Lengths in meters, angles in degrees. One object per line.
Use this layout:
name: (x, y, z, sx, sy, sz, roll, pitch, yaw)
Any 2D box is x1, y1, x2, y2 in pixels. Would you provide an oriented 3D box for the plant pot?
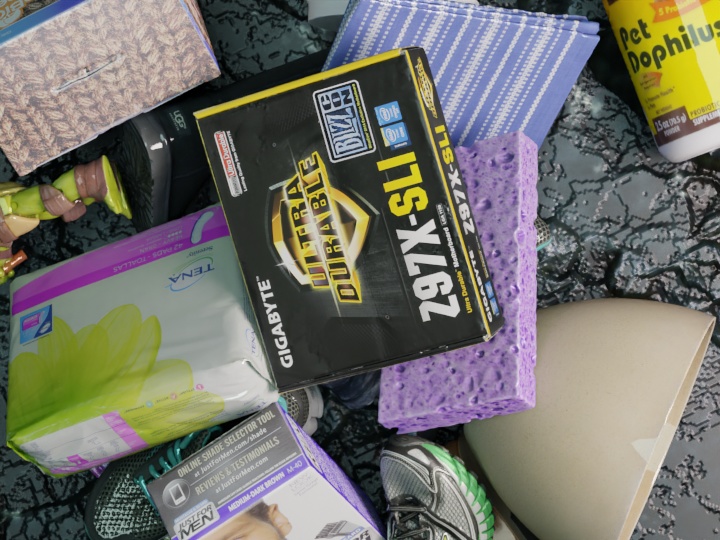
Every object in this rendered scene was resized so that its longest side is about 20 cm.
plant pot: (0.152, 0.100, 1.316, 0.134, 0.200, 0.201, 23, 91, 13)

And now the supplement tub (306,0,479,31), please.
supplement tub: (0.027, -0.276, 1.343, 0.145, 0.145, 0.201, 3, 90, 4)

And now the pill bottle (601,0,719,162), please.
pill bottle: (0.236, -0.187, 1.347, 0.109, 0.109, 0.201, -21, 88, 3)

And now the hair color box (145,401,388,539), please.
hair color box: (-0.057, 0.179, 1.319, 0.109, 0.200, 0.065, -33, 56, 3)

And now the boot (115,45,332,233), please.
boot: (-0.076, -0.097, 1.377, 0.199, 0.165, 0.066, -23, 76, -19)

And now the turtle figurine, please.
turtle figurine: (-0.249, -0.038, 1.341, 0.161, 0.200, 0.065, -17, 74, 0)

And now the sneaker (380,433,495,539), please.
sneaker: (0.051, 0.208, 1.332, 0.085, 0.078, 0.201, -31, 116, -36)

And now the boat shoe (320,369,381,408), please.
boat shoe: (0.000, 0.000, 1.379, 0.071, 0.091, 0.201, -4, 54, 41)

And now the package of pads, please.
package of pads: (-0.157, 0.051, 1.325, 0.199, 0.068, 0.155, -20, 50, 16)

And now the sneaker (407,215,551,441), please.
sneaker: (0.085, 0.038, 1.376, 0.091, 0.078, 0.201, 16, 96, -6)

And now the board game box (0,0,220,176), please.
board game box: (-0.204, -0.188, 1.324, 0.159, 0.200, 0.097, -26, 127, 3)

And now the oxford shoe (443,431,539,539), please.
oxford shoe: (0.117, 0.212, 1.385, 0.071, 0.071, 0.200, -34, 87, 30)

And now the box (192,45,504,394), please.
box: (-0.007, -0.033, 1.246, 0.159, 0.049, 0.201, -15, 94, 19)

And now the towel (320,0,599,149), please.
towel: (0.061, -0.133, 1.325, 0.199, 0.024, 0.145, 4, 132, -26)

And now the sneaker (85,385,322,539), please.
sneaker: (-0.121, 0.135, 1.349, 0.200, 0.091, 0.078, -37, 87, 3)

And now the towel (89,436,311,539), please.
towel: (-0.151, 0.104, 1.415, 0.200, 0.023, 0.144, 44, 92, 2)

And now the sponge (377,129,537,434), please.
sponge: (0.069, 0.008, 1.297, 0.111, 0.030, 0.201, -12, 62, 31)
